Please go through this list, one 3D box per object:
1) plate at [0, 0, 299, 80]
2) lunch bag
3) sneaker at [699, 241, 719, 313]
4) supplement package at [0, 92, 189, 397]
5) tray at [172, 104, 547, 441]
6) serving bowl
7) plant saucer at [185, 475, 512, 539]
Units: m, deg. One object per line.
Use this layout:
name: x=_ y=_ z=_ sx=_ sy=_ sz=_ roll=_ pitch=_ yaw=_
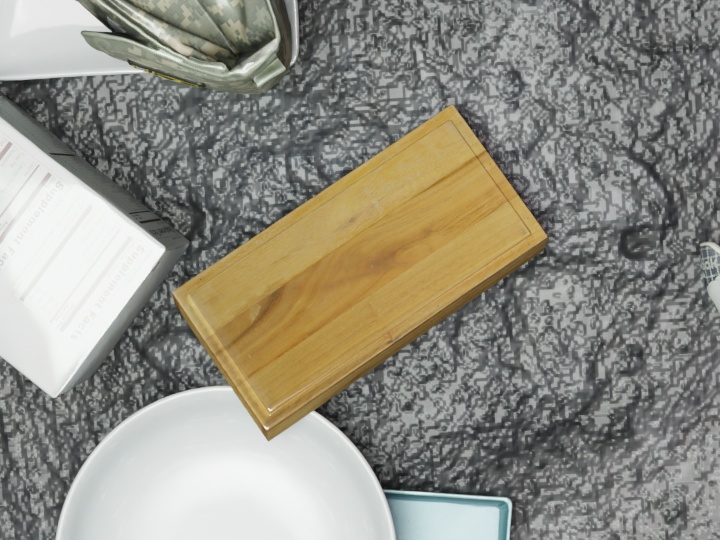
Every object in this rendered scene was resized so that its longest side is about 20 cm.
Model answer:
plate: x=-0.136 y=-0.216 z=1.369 sx=0.197 sy=0.032 sz=0.202 roll=-2 pitch=93 yaw=4
lunch bag: x=-0.114 y=-0.175 z=1.273 sx=0.117 sy=0.164 sz=0.200 roll=-38 pitch=90 yaw=0
sneaker: x=0.296 y=-0.023 z=1.332 sx=0.199 sy=0.076 sz=0.081 roll=-27 pitch=82 yaw=4
supplement package: x=-0.215 y=-0.033 z=1.346 sx=0.200 sy=0.114 sz=0.110 roll=38 pitch=94 yaw=2
tray: x=0.000 y=0.000 z=1.338 sx=0.199 sy=0.037 sz=0.099 roll=-34 pitch=79 yaw=-8
serving bowl: x=-0.077 y=0.173 z=1.345 sx=0.198 sy=0.066 sz=0.202 roll=0 pitch=75 yaw=0
plant saucer: x=-0.009 y=0.164 z=1.392 sx=0.198 sy=0.019 sz=0.071 roll=4 pitch=93 yaw=4
